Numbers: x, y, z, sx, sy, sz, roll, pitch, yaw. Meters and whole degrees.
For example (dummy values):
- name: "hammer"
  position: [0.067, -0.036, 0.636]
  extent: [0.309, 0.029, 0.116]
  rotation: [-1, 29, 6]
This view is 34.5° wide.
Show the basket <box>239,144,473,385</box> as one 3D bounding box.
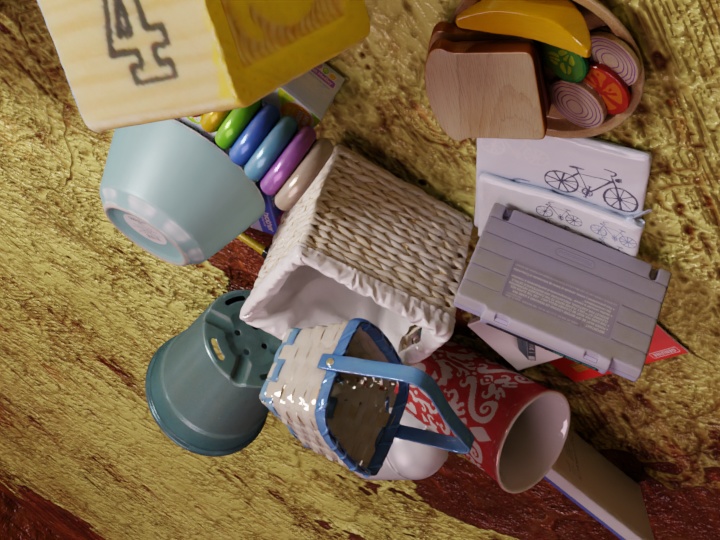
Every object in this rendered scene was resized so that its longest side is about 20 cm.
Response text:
- name: "basket"
  position: [0.000, 0.000, 1.302]
  extent: [0.198, 0.163, 0.198]
  rotation: [27, 150, -12]

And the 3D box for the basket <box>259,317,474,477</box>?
- name: "basket"
  position: [0.008, 0.133, 1.210]
  extent: [0.197, 0.141, 0.177]
  rotation: [12, 154, 30]

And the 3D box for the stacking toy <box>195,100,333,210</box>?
- name: "stacking toy"
  position: [-0.126, -0.151, 1.154]
  extent: [0.199, 0.086, 0.085]
  rotation: [38, 149, -7]

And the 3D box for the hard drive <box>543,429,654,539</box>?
- name: "hard drive"
  position: [0.302, 0.274, 1.527]
  extent: [0.199, 0.133, 0.025]
  rotation: [39, 114, -17]

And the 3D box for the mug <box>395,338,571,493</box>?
- name: "mug"
  position: [0.156, 0.176, 1.461]
  extent: [0.199, 0.135, 0.177]
  rotation: [29, 179, 42]

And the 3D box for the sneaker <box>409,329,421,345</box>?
- name: "sneaker"
  position: [-0.011, 0.051, 1.511]
  extent: [0.197, 0.078, 0.087]
  rotation: [-3, 127, 31]

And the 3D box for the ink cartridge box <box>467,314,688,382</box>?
- name: "ink cartridge box"
  position: [0.249, 0.079, 1.351]
  extent: [0.176, 0.045, 0.199]
  rotation: [39, 148, -16]

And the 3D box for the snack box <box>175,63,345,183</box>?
- name: "snack box"
  position: [-0.135, -0.191, 1.235]
  extent: [0.168, 0.068, 0.199]
  rotation: [37, 150, -14]

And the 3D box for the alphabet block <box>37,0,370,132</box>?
- name: "alphabet block"
  position: [-0.139, -0.248, 0.978]
  extent: [0.197, 0.195, 0.199]
  rotation: [-2, 116, 39]

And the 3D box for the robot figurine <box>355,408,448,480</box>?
- name: "robot figurine"
  position: [0.052, 0.249, 1.699]
  extent: [0.168, 0.115, 0.198]
  rotation: [23, 157, -36]

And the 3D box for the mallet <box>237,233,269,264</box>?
- name: "mallet"
  position: [-0.170, -0.050, 1.516]
  extent: [0.198, 0.041, 0.066]
  rotation: [30, 153, 7]

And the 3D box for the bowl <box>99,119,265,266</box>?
- name: "bowl"
  position: [-0.217, -0.080, 1.322]
  extent: [0.198, 0.106, 0.201]
  rotation: [28, 161, 10]

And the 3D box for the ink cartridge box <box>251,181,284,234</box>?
- name: "ink cartridge box"
  position: [-0.158, -0.106, 1.412]
  extent: [0.197, 0.042, 0.120]
  rotation: [15, 148, 18]

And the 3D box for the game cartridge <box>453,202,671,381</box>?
- name: "game cartridge"
  position: [0.204, 0.022, 1.175]
  extent: [0.197, 0.131, 0.039]
  rotation: [23, 153, 8]

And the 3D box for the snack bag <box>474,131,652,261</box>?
- name: "snack bag"
  position: [0.202, -0.075, 1.180]
  extent: [0.186, 0.022, 0.201]
  rotation: [19, 148, 17]

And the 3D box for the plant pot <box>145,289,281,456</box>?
- name: "plant pot"
  position: [-0.189, 0.138, 1.669]
  extent: [0.198, 0.202, 0.196]
  rotation: [32, 142, -8]

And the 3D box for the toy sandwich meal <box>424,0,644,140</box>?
- name: "toy sandwich meal"
  position: [0.149, -0.172, 1.026]
  extent: [0.202, 0.071, 0.206]
  rotation: [21, 149, 13]
